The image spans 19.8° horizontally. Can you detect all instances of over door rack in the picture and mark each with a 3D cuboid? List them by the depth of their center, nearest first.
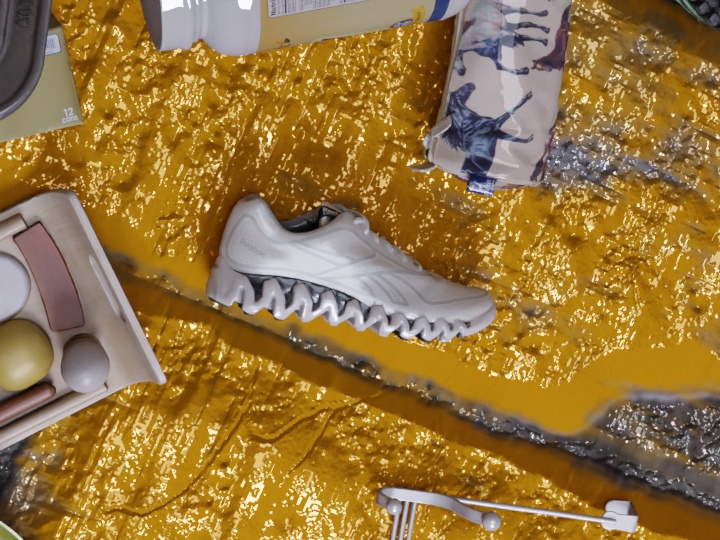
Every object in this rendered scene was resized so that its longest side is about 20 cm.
[{"bbox_3d":[0.100,0.233,1.453,0.198,0.067,0.149,6,103,-15],"label":"over door rack"}]

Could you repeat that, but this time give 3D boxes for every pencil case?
[{"bbox_3d":[0.092,-0.152,1.347,0.089,0.078,0.202,1,104,-29],"label":"pencil case"}]

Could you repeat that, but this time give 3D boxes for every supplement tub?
[{"bbox_3d":[-0.039,-0.211,1.263,0.198,0.144,0.146,-11,106,-11],"label":"supplement tub"}]

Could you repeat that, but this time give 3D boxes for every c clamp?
[{"bbox_3d":[-0.257,-0.158,1.170,0.169,0.027,0.202,10,75,4],"label":"c clamp"}]

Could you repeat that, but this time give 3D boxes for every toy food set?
[{"bbox_3d":[-0.242,0.054,1.321,0.199,0.060,0.144,-27,109,-4],"label":"toy food set"}]

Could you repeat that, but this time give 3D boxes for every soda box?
[{"bbox_3d":[-0.276,-0.104,1.270,0.198,0.068,0.065,-13,107,-11],"label":"soda box"}]

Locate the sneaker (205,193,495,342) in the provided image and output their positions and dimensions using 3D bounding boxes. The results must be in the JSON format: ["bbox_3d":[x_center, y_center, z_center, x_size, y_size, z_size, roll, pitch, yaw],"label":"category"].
[{"bbox_3d":[0.000,0.000,1.369,0.198,0.075,0.082,10,92,-17],"label":"sneaker"}]

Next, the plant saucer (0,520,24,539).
[{"bbox_3d":[-0.302,0.221,1.347,0.198,0.031,0.201,-6,120,-11],"label":"plant saucer"}]

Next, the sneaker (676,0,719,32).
[{"bbox_3d":[0.195,-0.229,1.357,0.078,0.085,0.200,-39,94,-2],"label":"sneaker"}]
